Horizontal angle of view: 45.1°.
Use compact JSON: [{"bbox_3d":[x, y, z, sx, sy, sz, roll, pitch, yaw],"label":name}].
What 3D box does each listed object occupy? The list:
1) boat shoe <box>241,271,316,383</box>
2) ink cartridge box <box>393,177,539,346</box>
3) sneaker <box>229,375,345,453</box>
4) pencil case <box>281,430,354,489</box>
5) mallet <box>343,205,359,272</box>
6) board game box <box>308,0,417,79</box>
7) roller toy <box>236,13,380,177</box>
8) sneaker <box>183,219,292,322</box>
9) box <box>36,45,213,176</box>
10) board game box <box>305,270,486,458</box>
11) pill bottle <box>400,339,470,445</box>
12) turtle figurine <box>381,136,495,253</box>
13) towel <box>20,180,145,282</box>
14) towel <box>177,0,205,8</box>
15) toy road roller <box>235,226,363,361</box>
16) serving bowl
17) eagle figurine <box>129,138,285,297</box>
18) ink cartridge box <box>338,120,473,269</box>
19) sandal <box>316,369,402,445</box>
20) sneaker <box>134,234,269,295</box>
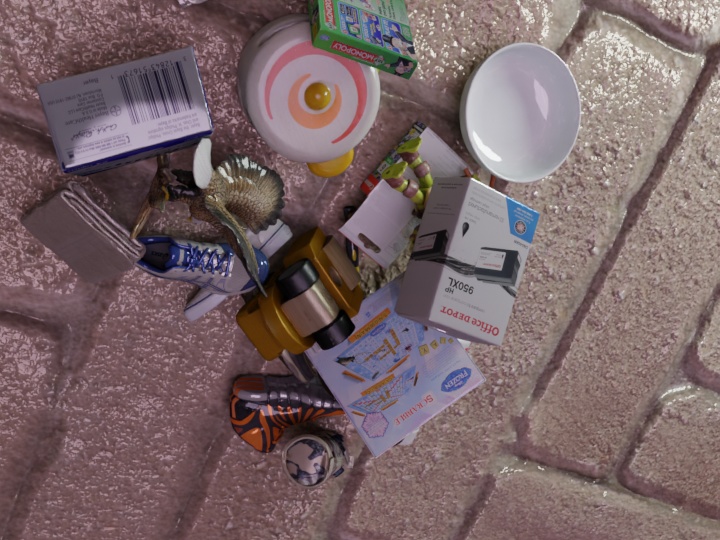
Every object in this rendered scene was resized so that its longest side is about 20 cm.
[{"bbox_3d":[-0.107,0.088,1.315,0.073,0.074,0.201,-34,124,-11],"label":"boat shoe"},{"bbox_3d":[0.149,-0.010,1.202,0.144,0.084,0.202,21,84,-33],"label":"ink cartridge box"},{"bbox_3d":[-0.110,0.229,1.377,0.198,0.078,0.113,6,114,-9],"label":"sneaker"},{"bbox_3d":[-0.065,0.290,1.341,0.089,0.200,0.079,-2,81,6],"label":"pencil case"},{"bbox_3d":[0.000,0.000,1.336,0.065,0.041,0.202,-1,107,-15],"label":"mallet"},{"bbox_3d":[-0.002,-0.335,1.117,0.134,0.201,0.029,14,135,-21],"label":"board game box"},{"bbox_3d":[-0.071,-0.241,1.160,0.181,0.140,0.201,18,105,-22],"label":"roller toy"},{"bbox_3d":[-0.191,-0.011,1.263,0.200,0.073,0.071,-43,94,1],"label":"sneaker"},{"bbox_3d":[-0.283,-0.192,1.074,0.182,0.200,0.106,-17,98,-9],"label":"box"},{"bbox_3d":[0.047,0.136,1.277,0.199,0.041,0.200,-34,83,-1],"label":"board game box"},{"bbox_3d":[0.083,0.168,1.378,0.119,0.120,0.201,19,104,-22],"label":"pill bottle"},{"bbox_3d":[0.105,-0.111,1.251,0.200,0.064,0.162,-50,119,-17],"label":"turtle figurine"},{"bbox_3d":[-0.361,-0.047,1.124,0.133,0.199,0.035,47,59,-21],"label":"towel"},{"bbox_3d":[-0.182,-0.441,1.107,0.199,0.034,0.133,-37,117,-1],"label":"towel"},{"bbox_3d":[-0.089,0.042,1.231,0.145,0.200,0.123,-29,105,20],"label":"toy road roller"},{"bbox_3d":[0.226,-0.231,1.283,0.198,0.066,0.202,-3,98,-24],"label":"serving bowl"},{"bbox_3d":[-0.177,-0.076,1.112,0.199,0.151,0.153,25,97,-22],"label":"eagle figurine"},{"bbox_3d":[0.063,-0.112,1.301,0.109,0.050,0.200,39,97,-27],"label":"ink cartridge box"},{"bbox_3d":[0.005,0.181,1.334,0.200,0.055,0.082,47,105,14],"label":"sandal"},{"bbox_3d":[-0.227,-0.008,1.190,0.198,0.088,0.076,5,87,9],"label":"sneaker"}]
